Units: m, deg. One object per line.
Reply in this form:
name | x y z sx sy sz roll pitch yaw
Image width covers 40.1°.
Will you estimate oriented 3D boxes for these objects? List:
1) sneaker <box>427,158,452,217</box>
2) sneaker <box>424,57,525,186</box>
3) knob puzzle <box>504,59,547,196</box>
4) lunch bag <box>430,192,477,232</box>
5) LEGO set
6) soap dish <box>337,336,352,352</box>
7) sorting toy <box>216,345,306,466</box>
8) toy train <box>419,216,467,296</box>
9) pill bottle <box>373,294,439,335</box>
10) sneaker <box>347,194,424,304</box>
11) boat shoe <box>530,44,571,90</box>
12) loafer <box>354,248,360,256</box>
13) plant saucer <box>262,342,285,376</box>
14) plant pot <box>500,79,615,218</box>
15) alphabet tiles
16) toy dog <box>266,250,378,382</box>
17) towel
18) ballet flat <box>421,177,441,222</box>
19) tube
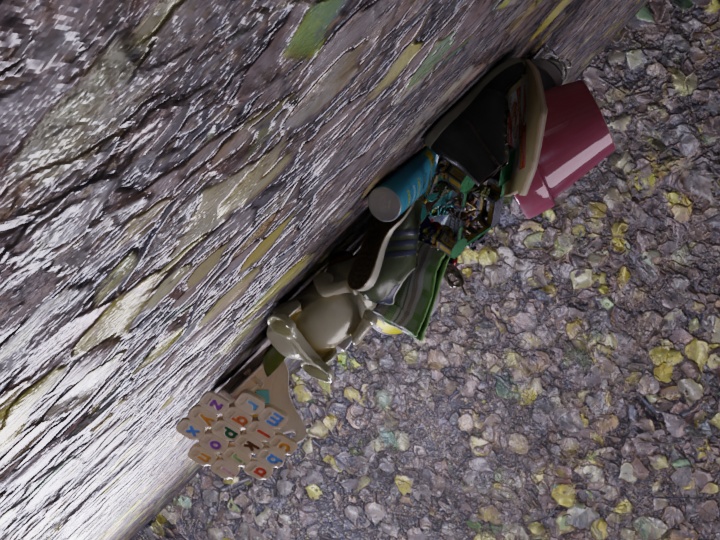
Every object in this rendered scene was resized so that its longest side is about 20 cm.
sneaker | 0.127 -0.128 1.791 0.200 0.080 0.078 -44 176 -9
sneaker | 0.187 -0.206 1.386 0.200 0.106 0.075 -45 177 -21
knob puzzle | 0.246 -0.207 1.431 0.220 0.030 0.222 -177 -90 -85
lunch bag | 0.142 -0.065 1.962 0.170 0.127 0.201 122 -17 -73
LEGO set | 0.142 -0.130 1.485 0.154 0.116 0.201 -38 148 -24
soap dish | -0.039 0.077 1.843 0.158 0.081 0.200 -56 -173 -12
sorting toy | -0.181 0.270 1.837 0.107 0.180 0.200 -41 -179 29
toy train | 0.107 0.004 1.710 0.084 0.201 0.116 13 130 -38
pill bottle | 0.082 0.055 1.876 0.109 0.109 0.200 -44 -179 -20
sneaker | 0.057 -0.039 1.527 0.067 0.090 0.201 11 -111 48
boat shoe | 0.326 -0.343 1.708 0.086 0.075 0.202 -44 179 -3
loafer | 0.000 0.000 1.700 0.075 0.069 0.201 110 -1 -68
plant saucer | -0.115 0.098 1.742 0.200 0.031 0.200 -52 -175 6
plant pot | 0.308 -0.213 1.614 0.178 0.201 0.200 -27 180 11
alphabet tiles | -0.218 0.291 1.744 0.200 0.195 0.015 -48 -162 28
toy dog | -0.044 0.064 1.585 0.200 0.140 0.194 -44 -171 -21
towel | 0.076 0.023 1.606 0.200 0.030 0.150 -155 -99 -70
ballet flat | 0.086 -0.118 1.685 0.072 0.068 0.200 -20 -161 44
tube | 0.074 -0.129 1.436 0.200 0.050 0.078 -43 153 -55
